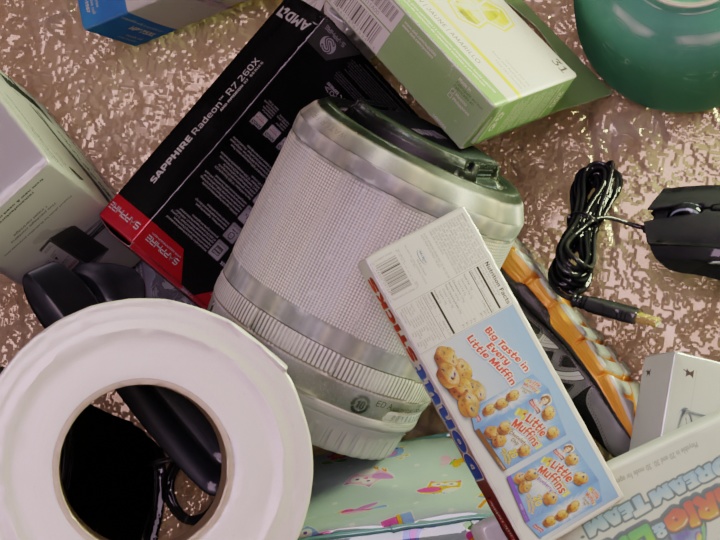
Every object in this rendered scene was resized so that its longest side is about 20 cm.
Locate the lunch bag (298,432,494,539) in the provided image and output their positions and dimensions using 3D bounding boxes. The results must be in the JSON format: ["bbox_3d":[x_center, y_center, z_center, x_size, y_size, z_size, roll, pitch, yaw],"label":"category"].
[{"bbox_3d":[0.032,0.164,1.479,0.200,0.160,0.077,-8,107,6],"label":"lunch bag"}]

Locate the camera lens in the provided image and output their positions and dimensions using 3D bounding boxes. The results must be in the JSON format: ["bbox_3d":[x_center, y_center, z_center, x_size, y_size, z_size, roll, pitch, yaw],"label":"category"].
[{"bbox_3d":[0.000,0.000,1.473,0.160,0.160,0.200,29,101,13],"label":"camera lens"}]

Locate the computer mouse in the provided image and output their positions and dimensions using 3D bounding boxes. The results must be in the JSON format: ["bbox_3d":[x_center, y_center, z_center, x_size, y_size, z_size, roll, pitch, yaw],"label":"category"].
[{"bbox_3d":[0.223,-0.013,1.506,0.200,0.046,0.140,17,47,12],"label":"computer mouse"}]

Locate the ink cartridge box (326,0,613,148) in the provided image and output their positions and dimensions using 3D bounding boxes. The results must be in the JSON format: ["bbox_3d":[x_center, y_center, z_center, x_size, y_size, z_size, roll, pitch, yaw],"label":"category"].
[{"bbox_3d":[0.084,-0.162,1.520,0.146,0.200,0.048,48,127,15],"label":"ink cartridge box"}]

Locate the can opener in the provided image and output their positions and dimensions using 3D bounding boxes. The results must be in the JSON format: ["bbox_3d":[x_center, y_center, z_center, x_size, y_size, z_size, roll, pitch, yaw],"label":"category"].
[{"bbox_3d":[-0.141,0.069,1.483,0.079,0.063,0.200,-26,63,-32],"label":"can opener"}]

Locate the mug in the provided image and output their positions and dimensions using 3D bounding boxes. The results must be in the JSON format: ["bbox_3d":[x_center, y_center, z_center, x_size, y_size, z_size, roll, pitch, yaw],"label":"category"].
[{"bbox_3d":[0.221,-0.210,1.542,0.152,0.114,0.185,7,76,8],"label":"mug"}]

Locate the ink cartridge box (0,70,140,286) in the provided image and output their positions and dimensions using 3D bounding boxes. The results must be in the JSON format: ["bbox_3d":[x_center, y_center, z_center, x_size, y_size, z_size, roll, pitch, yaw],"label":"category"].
[{"bbox_3d":[-0.238,-0.066,1.536,0.084,0.200,0.144,-41,69,1],"label":"ink cartridge box"}]

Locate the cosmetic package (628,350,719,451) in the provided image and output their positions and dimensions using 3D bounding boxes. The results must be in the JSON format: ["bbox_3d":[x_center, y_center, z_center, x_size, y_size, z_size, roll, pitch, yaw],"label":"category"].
[{"bbox_3d":[0.241,0.165,1.466,0.151,0.052,0.200,13,80,-14],"label":"cosmetic package"}]

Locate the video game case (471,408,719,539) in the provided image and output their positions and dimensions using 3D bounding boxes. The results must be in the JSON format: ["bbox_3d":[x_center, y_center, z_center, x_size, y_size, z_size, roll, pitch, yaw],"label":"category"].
[{"bbox_3d":[0.188,0.200,1.406,0.200,0.024,0.182,-23,92,-19],"label":"video game case"}]

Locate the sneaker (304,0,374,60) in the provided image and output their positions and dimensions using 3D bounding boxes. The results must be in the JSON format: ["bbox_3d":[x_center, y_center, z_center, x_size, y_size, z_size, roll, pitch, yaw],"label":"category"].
[{"bbox_3d":[-0.037,-0.150,1.604,0.200,0.075,0.081,-51,42,6],"label":"sneaker"}]

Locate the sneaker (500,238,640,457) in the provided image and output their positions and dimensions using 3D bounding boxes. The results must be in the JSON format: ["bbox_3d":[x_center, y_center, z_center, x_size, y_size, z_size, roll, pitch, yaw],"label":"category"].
[{"bbox_3d":[0.118,0.054,1.533,0.077,0.078,0.200,-42,69,8],"label":"sneaker"}]

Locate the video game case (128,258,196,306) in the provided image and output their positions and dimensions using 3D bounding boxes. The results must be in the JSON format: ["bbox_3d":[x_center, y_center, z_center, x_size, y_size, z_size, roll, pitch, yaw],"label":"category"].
[{"bbox_3d":[-0.064,0.009,1.595,0.200,0.019,0.143,-9,77,6],"label":"video game case"}]

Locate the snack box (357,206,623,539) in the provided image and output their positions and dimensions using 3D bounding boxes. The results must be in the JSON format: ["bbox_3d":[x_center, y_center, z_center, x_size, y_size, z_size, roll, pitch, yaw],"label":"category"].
[{"bbox_3d":[0.078,0.066,1.366,0.072,0.024,0.200,-28,88,-18],"label":"snack box"}]

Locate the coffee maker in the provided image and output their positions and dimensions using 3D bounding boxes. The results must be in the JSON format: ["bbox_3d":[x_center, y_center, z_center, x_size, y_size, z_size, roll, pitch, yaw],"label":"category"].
[{"bbox_3d":[-0.202,0.128,1.497,0.192,0.200,0.135,-19,77,5],"label":"coffee maker"}]

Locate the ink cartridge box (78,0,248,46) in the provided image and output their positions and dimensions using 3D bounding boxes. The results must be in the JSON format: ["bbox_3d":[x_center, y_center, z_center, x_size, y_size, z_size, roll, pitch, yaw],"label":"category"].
[{"bbox_3d":[-0.105,-0.245,1.597,0.200,0.067,0.116,-18,75,26],"label":"ink cartridge box"}]

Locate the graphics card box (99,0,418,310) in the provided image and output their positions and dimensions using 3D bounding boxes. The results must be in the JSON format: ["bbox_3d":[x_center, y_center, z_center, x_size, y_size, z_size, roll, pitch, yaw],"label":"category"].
[{"bbox_3d":[-0.066,-0.070,1.537,0.200,0.125,0.051,-49,44,-2],"label":"graphics card box"}]

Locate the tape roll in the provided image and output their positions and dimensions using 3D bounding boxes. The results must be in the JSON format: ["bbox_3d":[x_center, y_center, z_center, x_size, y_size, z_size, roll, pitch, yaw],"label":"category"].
[{"bbox_3d":[-0.129,0.116,1.364,0.202,0.071,0.203,0,86,-6],"label":"tape roll"}]
